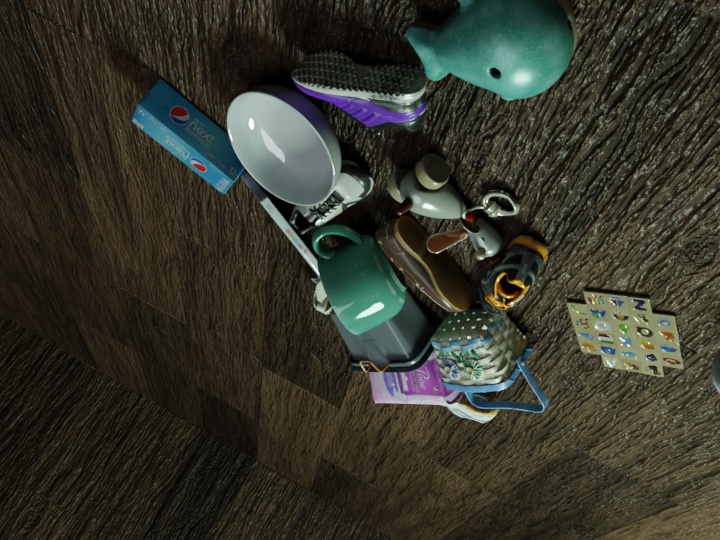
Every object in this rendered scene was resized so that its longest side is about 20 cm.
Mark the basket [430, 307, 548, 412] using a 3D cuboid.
[{"bbox_3d":[0.223,0.169,1.302,0.175,0.140,0.201,-11,122,50],"label":"basket"}]

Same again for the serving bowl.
[{"bbox_3d":[-0.106,-0.198,1.113,0.197,0.066,0.202,25,143,20],"label":"serving bowl"}]

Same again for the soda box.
[{"bbox_3d":[-0.285,-0.226,1.245,0.199,0.068,0.064,39,150,-14],"label":"soda box"}]

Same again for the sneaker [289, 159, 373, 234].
[{"bbox_3d":[-0.049,-0.112,1.190,0.073,0.081,0.199,40,148,-14],"label":"sneaker"}]

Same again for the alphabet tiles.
[{"bbox_3d":[0.418,0.101,1.157,0.164,0.006,0.201,7,142,35],"label":"alphabet tiles"}]

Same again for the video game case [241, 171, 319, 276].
[{"bbox_3d":[-0.133,-0.078,1.306,0.201,0.018,0.143,53,178,-34],"label":"video game case"}]

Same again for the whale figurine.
[{"bbox_3d":[0.133,-0.242,0.799,0.197,0.105,0.160,3,141,40],"label":"whale figurine"}]

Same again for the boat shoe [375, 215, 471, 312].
[{"bbox_3d":[0.105,-0.007,1.218,0.070,0.071,0.201,-23,113,47],"label":"boat shoe"}]

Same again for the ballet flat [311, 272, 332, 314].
[{"bbox_3d":[-0.068,0.041,1.450,0.072,0.074,0.201,25,150,8],"label":"ballet flat"}]

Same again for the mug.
[{"bbox_3d":[0.005,0.011,1.241,0.113,0.154,0.185,-26,149,12],"label":"mug"}]

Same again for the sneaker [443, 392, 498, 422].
[{"bbox_3d":[0.192,0.271,1.552,0.197,0.076,0.089,25,151,12],"label":"sneaker"}]

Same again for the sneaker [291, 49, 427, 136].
[{"bbox_3d":[-0.002,-0.227,0.982,0.197,0.070,0.100,18,151,23],"label":"sneaker"}]

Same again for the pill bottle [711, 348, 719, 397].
[{"bbox_3d":[0.577,0.190,1.035,0.111,0.113,0.201,-2,137,43],"label":"pill bottle"}]

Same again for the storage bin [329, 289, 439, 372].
[{"bbox_3d":[0.034,0.109,1.402,0.198,0.146,0.135,-8,123,48],"label":"storage bin"}]

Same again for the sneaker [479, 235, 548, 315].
[{"bbox_3d":[0.226,0.024,1.145,0.077,0.078,0.201,24,151,7],"label":"sneaker"}]

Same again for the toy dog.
[{"bbox_3d":[0.121,-0.078,1.066,0.198,0.097,0.132,29,151,3],"label":"toy dog"}]

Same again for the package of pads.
[{"bbox_3d":[0.104,0.205,1.474,0.197,0.075,0.123,-6,101,40],"label":"package of pads"}]
